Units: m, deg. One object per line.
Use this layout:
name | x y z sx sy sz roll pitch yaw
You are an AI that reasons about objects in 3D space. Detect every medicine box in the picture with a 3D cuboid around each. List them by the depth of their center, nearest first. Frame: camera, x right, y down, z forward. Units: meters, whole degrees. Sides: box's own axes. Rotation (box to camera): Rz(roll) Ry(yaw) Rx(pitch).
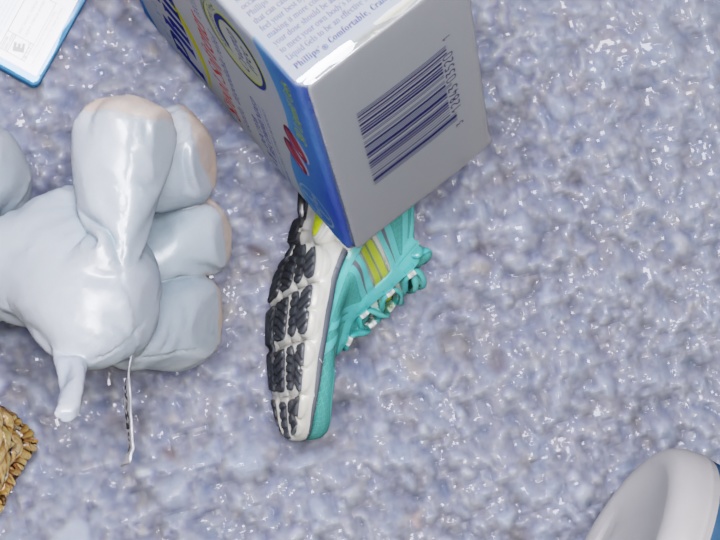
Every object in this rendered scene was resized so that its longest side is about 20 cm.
medicine box | -0.036 -0.142 1.049 0.103 0.182 0.200 -38 66 -9

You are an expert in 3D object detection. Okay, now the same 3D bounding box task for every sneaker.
sneaker | 0.000 0.000 1.139 0.079 0.077 0.201 18 84 -18

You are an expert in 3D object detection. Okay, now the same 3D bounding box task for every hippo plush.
hippo plush | -0.169 0.001 1.094 0.160 0.159 0.201 4 70 20

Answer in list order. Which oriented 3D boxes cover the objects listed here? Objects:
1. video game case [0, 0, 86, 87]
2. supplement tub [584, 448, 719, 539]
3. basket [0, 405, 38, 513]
video game case | -0.231 -0.211 1.134 0.199 0.018 0.144 29 83 -8
supplement tub | 0.221 0.203 1.131 0.199 0.145 0.145 29 83 -8
basket | -0.296 0.123 1.085 0.142 0.149 0.201 26 82 25
